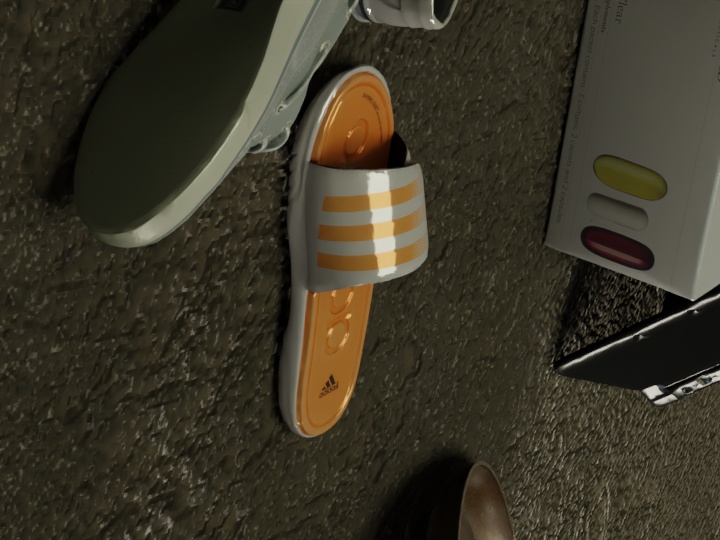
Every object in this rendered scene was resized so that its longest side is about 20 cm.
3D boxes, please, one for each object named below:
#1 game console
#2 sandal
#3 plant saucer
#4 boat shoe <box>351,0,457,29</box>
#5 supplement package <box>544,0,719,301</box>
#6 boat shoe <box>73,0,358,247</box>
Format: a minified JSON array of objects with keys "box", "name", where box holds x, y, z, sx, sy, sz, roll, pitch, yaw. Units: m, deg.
[{"box":[0.252,0.007,1.245,0.116,0.199,0.177,43,42,-22],"name":"game console"},{"box":[0.005,-0.002,0.909,0.079,0.059,0.209,-31,134,-48],"name":"sandal"},{"box":[0.072,0.221,1.129,0.200,0.032,0.202,-6,90,-75],"name":"plant saucer"},{"box":[0.052,-0.205,0.846,0.073,0.066,0.202,14,96,-61],"name":"boat shoe"},{"box":[0.214,-0.108,1.144,0.155,0.110,0.202,-26,130,-51],"name":"supplement package"},{"box":[-0.046,-0.085,0.757,0.202,0.070,0.072,-61,147,-18],"name":"boat shoe"}]
